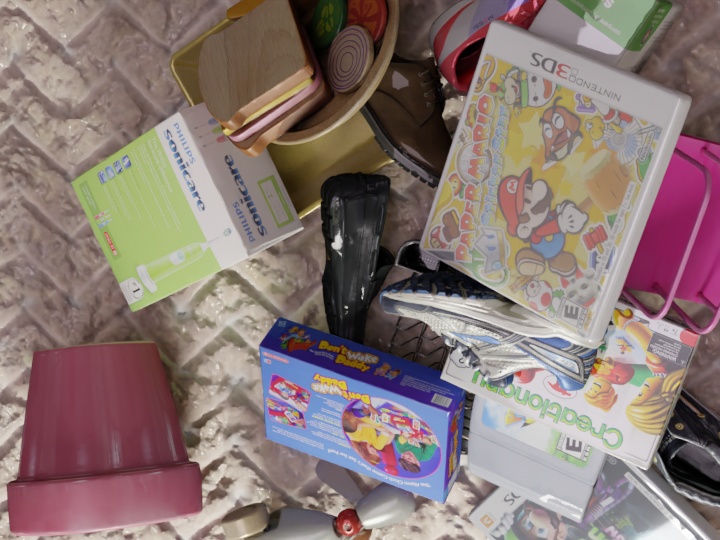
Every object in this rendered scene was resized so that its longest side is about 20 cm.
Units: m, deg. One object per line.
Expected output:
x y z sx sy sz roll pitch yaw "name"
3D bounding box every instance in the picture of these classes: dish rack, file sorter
0.090 0.079 1.241 0.152 0.055 0.202 21 108 15 "dish rack"
0.285 -0.026 1.067 0.197 0.126 0.141 11 108 -17 "file sorter"

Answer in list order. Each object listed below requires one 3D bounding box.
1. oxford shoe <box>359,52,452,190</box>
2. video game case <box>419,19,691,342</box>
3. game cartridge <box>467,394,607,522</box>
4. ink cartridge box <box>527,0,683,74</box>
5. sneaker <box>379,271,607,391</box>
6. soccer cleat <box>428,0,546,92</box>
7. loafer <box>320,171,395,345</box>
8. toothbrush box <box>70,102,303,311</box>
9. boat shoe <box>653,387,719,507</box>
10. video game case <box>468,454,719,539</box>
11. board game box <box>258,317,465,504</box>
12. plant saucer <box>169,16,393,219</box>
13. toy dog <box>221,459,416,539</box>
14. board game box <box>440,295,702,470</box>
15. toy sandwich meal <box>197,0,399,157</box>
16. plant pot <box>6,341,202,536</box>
0.048 -0.143 1.146 0.200 0.073 0.084 47 110 4 "oxford shoe"
0.146 -0.073 1.019 0.181 0.023 0.202 30 112 34 "video game case"
0.173 0.112 1.165 0.132 0.040 0.202 22 104 21 "game cartridge"
0.179 -0.165 1.106 0.084 0.146 0.201 38 110 12 "ink cartridge box"
0.106 0.057 1.089 0.198 0.077 0.086 12 104 21 "sneaker"
0.146 -0.236 1.133 0.199 0.068 0.074 -37 45 25 "soccer cleat"
0.000 0.000 1.236 0.069 0.068 0.203 -7 122 -12 "loafer"
-0.171 -0.064 1.247 0.199 0.086 0.147 -23 94 46 "toothbrush box"
0.267 0.133 1.171 0.199 0.091 0.071 34 110 9 "boat shoe"
0.227 0.253 1.230 0.200 0.023 0.182 44 124 5 "video game case"
0.001 0.136 1.252 0.198 0.045 0.136 18 135 18 "board game box"
-0.056 -0.167 1.241 0.199 0.048 0.202 -29 91 21 "plant saucer"
-0.041 0.262 1.321 0.197 0.096 0.134 -1 99 4 "toy dog"
0.181 0.073 1.119 0.198 0.035 0.128 22 104 17 "board game box"
-0.056 -0.201 1.127 0.203 0.070 0.208 -18 60 34 "toy sandwich meal"
-0.265 0.168 1.321 0.197 0.200 0.182 -8 83 20 "plant pot"
